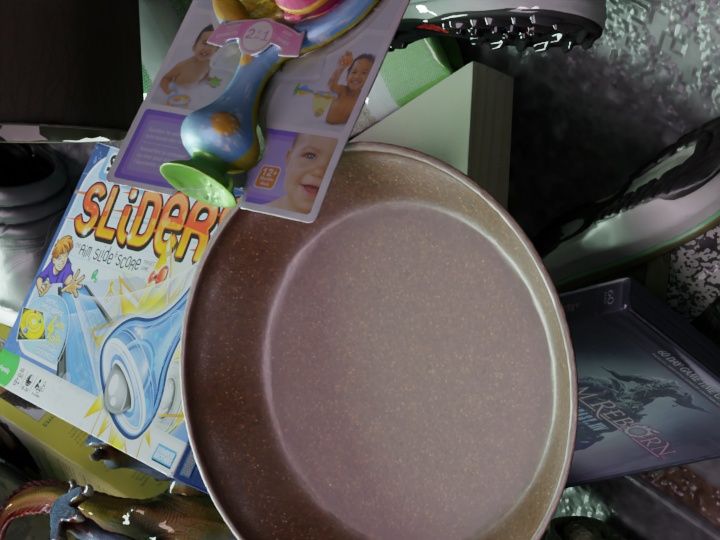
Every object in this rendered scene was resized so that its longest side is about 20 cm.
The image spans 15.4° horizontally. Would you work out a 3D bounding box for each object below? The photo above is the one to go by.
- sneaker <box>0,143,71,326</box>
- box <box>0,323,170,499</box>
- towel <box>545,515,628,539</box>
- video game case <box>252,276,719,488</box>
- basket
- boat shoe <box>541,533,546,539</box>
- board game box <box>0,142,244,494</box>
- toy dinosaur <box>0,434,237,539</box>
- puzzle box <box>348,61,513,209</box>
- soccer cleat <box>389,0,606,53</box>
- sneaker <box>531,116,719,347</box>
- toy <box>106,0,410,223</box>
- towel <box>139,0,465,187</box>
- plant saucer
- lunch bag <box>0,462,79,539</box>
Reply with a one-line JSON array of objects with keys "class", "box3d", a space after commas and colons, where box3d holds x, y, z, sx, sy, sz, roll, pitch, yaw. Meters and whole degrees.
[{"class": "sneaker", "box3d": [-0.227, -0.034, 1.468, 0.199, 0.071, 0.100, 12, 118, 32]}, {"class": "box", "box3d": [-0.157, 0.093, 1.462, 0.200, 0.050, 0.075, 28, 155, 30]}, {"class": "towel", "box3d": [0.156, 0.216, 1.259, 0.200, 0.036, 0.149, 33, 131, 26]}, {"class": "video game case", "box3d": [0.072, 0.060, 1.174, 0.199, 0.019, 0.143, -14, 146, 35]}, {"class": "basket", "box3d": [-0.169, -0.164, 1.259, 0.180, 0.136, 0.201, 3, 91, 63]}, {"class": "boat shoe", "box3d": [0.053, 0.163, 1.263, 0.200, 0.065, 0.072, 114, 154, -43]}, {"class": "board game box", "box3d": [-0.097, 0.019, 1.274, 0.200, 0.034, 0.136, 18, 83, 56]}, {"class": "toy dinosaur", "box3d": [-0.060, 0.126, 1.349, 0.181, 0.105, 0.200, 27, 165, -24]}, {"class": "puzzle box", "box3d": [0.000, 0.000, 1.239, 0.200, 0.025, 0.134, -30, 48, 49]}, {"class": "soccer cleat", "box3d": [0.022, -0.138, 1.169, 0.199, 0.068, 0.073, 5, 81, 34]}, {"class": "sneaker", "box3d": [0.119, 0.014, 1.167, 0.089, 0.077, 0.200, 50, 141, -5]}, {"class": "toy", "box3d": [-0.034, -0.123, 1.128, 0.115, 0.201, 0.047, 11, 163, 35]}, {"class": "towel", "box3d": [-0.045, -0.126, 1.279, 0.200, 0.031, 0.150, -22, 98, 45]}, {"class": "plant saucer", "box3d": [0.012, 0.046, 1.113, 0.200, 0.037, 0.201, 3, 96, 35]}, {"class": "lunch bag", "box3d": [-0.241, 0.151, 1.496, 0.200, 0.118, 0.164, 29, 172, 45]}]
